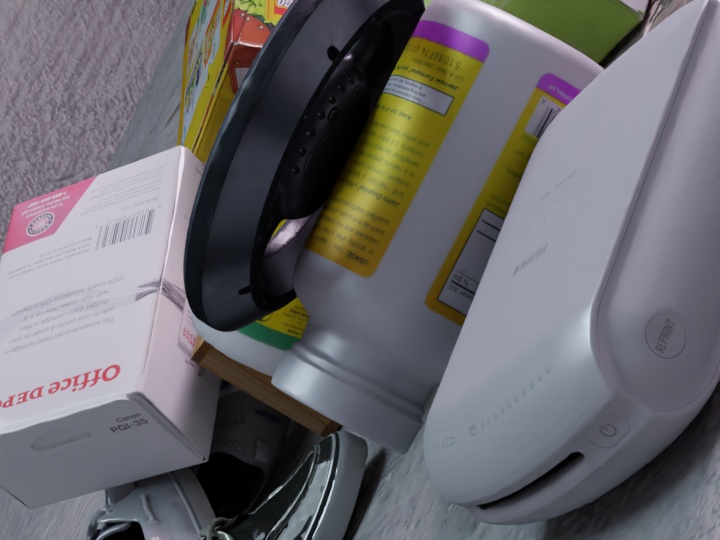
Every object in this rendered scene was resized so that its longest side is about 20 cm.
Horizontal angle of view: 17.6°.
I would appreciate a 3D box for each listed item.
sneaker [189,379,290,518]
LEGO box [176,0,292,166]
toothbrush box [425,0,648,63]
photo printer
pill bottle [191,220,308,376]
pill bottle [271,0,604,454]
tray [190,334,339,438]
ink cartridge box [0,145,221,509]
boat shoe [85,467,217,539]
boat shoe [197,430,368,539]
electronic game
[{"bbox_3d":[-0.109,0.145,1.505,0.082,0.074,0.200,-84,21,-48],"label":"sneaker"},{"bbox_3d":[-0.066,-0.151,1.551,0.200,0.077,0.150,119,156,-58],"label":"LEGO box"},{"bbox_3d":[0.094,-0.163,1.335,0.200,0.086,0.146,-45,20,51],"label":"toothbrush box"},{"bbox_3d":[0.099,0.005,0.942,0.166,0.069,0.201,-41,23,60],"label":"photo printer"},{"bbox_3d":[-0.010,-0.045,1.255,0.113,0.112,0.201,-113,42,-76],"label":"pill bottle"},{"bbox_3d":[0.035,-0.020,1.091,0.201,0.104,0.104,-62,11,-1],"label":"pill bottle"},{"bbox_3d":[-0.039,0.010,1.460,0.037,0.098,0.200,-51,15,31],"label":"tray"},{"bbox_3d":[-0.162,0.037,1.474,0.146,0.083,0.201,-17,46,27],"label":"ink cartridge box"},{"bbox_3d":[-0.131,0.168,1.421,0.200,0.068,0.072,-127,48,-55],"label":"boat shoe"},{"bbox_3d":[-0.064,0.170,1.271,0.201,0.063,0.071,-60,11,4],"label":"boat shoe"},{"bbox_3d":[-0.025,-0.063,1.098,0.200,0.041,0.200,-56,-17,-26],"label":"electronic game"}]
